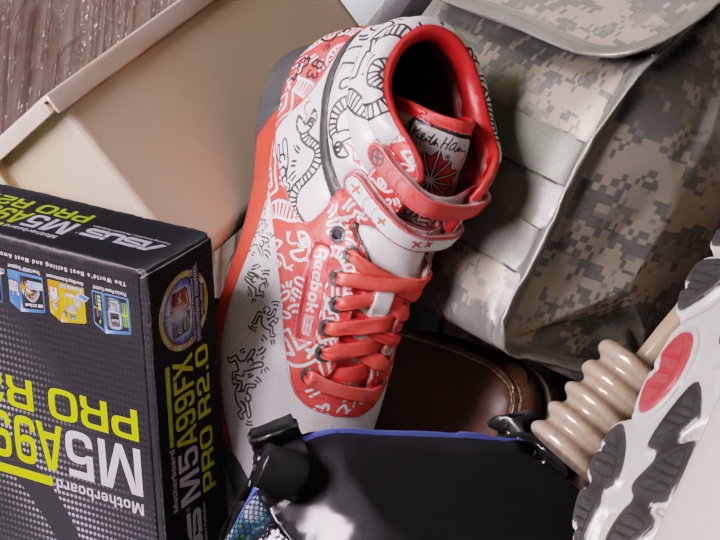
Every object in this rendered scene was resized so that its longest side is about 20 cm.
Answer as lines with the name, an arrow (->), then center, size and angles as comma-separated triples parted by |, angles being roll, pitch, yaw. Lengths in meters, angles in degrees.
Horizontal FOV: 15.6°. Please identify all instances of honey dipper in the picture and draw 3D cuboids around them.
honey dipper -> 0.142, -0.004, 1.004 | 0.200, 0.038, 0.038 | -50, 34, -4

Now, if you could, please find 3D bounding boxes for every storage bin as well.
storage bin -> -0.107, -0.035, 1.154 | 0.198, 0.094, 0.200 | -35, 6, 41

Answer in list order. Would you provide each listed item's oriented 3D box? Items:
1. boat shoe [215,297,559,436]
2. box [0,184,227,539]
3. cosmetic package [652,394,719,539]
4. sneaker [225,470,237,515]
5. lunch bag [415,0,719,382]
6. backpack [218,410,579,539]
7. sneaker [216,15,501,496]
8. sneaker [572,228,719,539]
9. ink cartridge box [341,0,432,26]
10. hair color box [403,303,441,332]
boat shoe -> -0.014, 0.052, 1.111 | 0.199, 0.068, 0.072 | 4, 74, 34
box -> -0.146, 0.047, 1.051 | 0.199, 0.044, 0.161 | 14, 117, 31
cosmetic package -> 0.176, 0.076, 0.890 | 0.087, 0.103, 0.201 | 28, 95, 57
sneaker -> -0.069, 0.128, 1.123 | 0.070, 0.080, 0.200 | -41, -7, -36
lunch bag -> 0.091, -0.065, 1.076 | 0.164, 0.117, 0.201 | 31, 95, 55
backpack -> 0.005, 0.171, 1.001 | 0.200, 0.183, 0.147 | -54, 55, 28
sneaker -> -0.001, -0.001, 1.016 | 0.108, 0.067, 0.202 | -14, 67, 56
sneaker -> 0.154, 0.044, 0.963 | 0.200, 0.083, 0.081 | -57, 26, -3
ink cartridge box -> -0.026, -0.151, 1.349 | 0.160, 0.047, 0.200 | -54, 38, 19
hair color box -> -0.021, 0.051, 1.214 | 0.099, 0.061, 0.201 | -5, 68, 53
